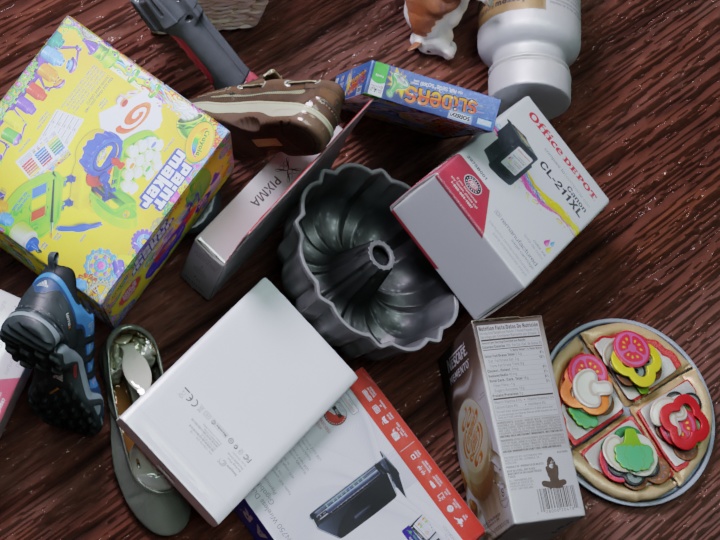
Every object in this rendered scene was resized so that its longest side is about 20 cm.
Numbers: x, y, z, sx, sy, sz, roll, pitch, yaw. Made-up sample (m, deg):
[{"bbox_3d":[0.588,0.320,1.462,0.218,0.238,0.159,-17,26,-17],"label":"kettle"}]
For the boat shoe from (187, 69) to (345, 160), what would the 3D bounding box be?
[{"bbox_3d":[-0.092,-0.153,1.598,0.075,0.201,0.075,51,59,-41],"label":"boat shoe"}]

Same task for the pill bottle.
[{"bbox_3d":[0.183,-0.270,1.808,0.113,0.114,0.203,8,66,-14],"label":"pill bottle"}]

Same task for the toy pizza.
[{"bbox_3d":[0.279,0.142,1.716,0.197,0.032,0.203,6,67,-15],"label":"toy pizza"}]

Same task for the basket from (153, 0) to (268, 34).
[{"bbox_3d":[-0.167,-0.357,1.726,0.134,0.124,0.203,-6,71,-14],"label":"basket"}]

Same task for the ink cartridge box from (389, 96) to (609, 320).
[{"bbox_3d":[0.144,-0.067,1.689,0.146,0.083,0.200,51,44,-2],"label":"ink cartridge box"}]

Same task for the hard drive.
[{"bbox_3d":[-0.112,0.120,1.543,0.132,0.027,0.200,47,63,-2],"label":"hard drive"}]

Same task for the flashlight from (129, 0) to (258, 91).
[{"bbox_3d":[-0.153,-0.209,1.654,0.068,0.068,0.200,-39,120,3],"label":"flashlight"}]

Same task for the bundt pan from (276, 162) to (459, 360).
[{"bbox_3d":[0.000,0.000,1.641,0.200,0.076,0.204,19,55,-30],"label":"bundt pan"}]

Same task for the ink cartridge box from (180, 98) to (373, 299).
[{"bbox_3d":[-0.083,-0.080,1.613,0.045,0.176,0.200,40,63,2],"label":"ink cartridge box"}]

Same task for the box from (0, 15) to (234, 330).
[{"bbox_3d":[-0.252,-0.089,1.560,0.192,0.122,0.201,35,77,6],"label":"box"}]

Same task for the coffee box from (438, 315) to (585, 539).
[{"bbox_3d":[0.145,0.159,1.622,0.079,0.115,0.202,-4,69,-18],"label":"coffee box"}]

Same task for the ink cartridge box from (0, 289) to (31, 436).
[{"bbox_3d":[-0.400,0.070,1.506,0.198,0.085,0.147,23,63,-5],"label":"ink cartridge box"}]

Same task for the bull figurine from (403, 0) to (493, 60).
[{"bbox_3d":[0.087,-0.324,1.771,0.065,0.120,0.203,-32,112,-54],"label":"bull figurine"}]

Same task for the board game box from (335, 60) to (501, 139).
[{"bbox_3d":[0.051,-0.170,1.681,0.134,0.200,0.035,15,89,-10],"label":"board game box"}]

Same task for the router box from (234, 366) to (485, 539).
[{"bbox_3d":[-0.009,0.225,1.582,0.179,0.049,0.201,-35,82,-26],"label":"router box"}]

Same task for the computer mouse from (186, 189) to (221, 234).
[{"bbox_3d":[-0.224,-0.116,1.657,0.198,0.046,0.142,17,73,2],"label":"computer mouse"}]

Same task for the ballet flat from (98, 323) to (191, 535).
[{"bbox_3d":[-0.201,0.146,1.547,0.067,0.064,0.202,-11,72,-21],"label":"ballet flat"}]

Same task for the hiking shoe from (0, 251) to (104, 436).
[{"bbox_3d":[-0.257,0.076,1.487,0.074,0.201,0.087,15,58,13],"label":"hiking shoe"}]
